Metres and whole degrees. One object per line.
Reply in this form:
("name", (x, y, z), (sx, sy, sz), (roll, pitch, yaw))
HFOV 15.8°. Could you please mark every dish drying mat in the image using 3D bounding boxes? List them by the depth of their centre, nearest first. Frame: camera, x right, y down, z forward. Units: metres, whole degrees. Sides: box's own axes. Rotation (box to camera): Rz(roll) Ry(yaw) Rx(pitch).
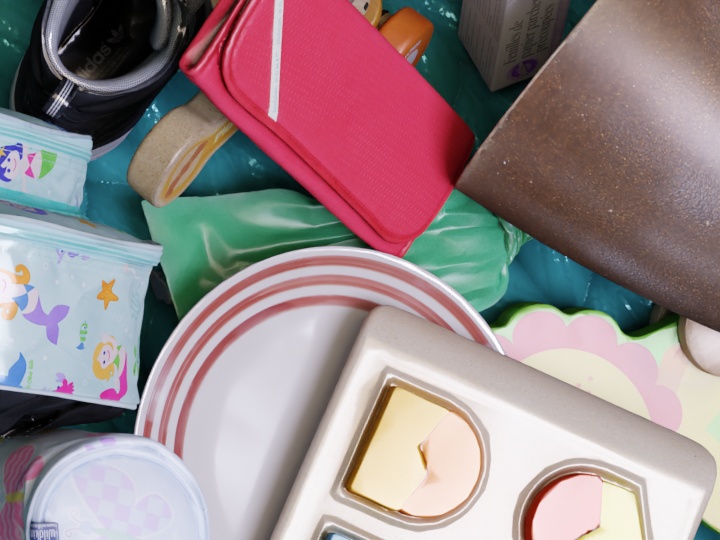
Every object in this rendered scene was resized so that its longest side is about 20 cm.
("dish drying mat", (-0.008, -0.073, 1.176), (0.077, 0.018, 0.200), (-58, 143, -7))

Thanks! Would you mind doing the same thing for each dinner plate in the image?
("dinner plate", (-0.014, 0.089, 1.229), (0.200, 0.024, 0.201), (1, 87, -22))

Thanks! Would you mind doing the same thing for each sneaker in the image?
("sneaker", (-0.091, -0.140, 1.218), (0.075, 0.114, 0.200), (35, 81, -5))

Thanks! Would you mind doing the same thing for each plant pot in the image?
("plant pot", (0.180, -0.047, 1.235), (0.200, 0.187, 0.187), (41, 78, 3))

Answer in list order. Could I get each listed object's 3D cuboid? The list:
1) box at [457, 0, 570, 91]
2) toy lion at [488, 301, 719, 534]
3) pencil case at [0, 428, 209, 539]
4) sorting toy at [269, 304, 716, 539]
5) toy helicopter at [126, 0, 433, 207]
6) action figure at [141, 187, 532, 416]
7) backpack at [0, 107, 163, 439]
("box", (0.078, -0.155, 1.229), (0.039, 0.200, 0.041), (-22, 66, -13))
("toy lion", (0.131, 0.104, 1.313), (0.191, 0.069, 0.200), (-25, 96, -8))
("pencil case", (-0.139, 0.115, 1.158), (0.083, 0.200, 0.091), (-8, 93, -27))
("sorting toy", (0.053, 0.138, 1.204), (0.185, 0.036, 0.200), (24, 78, -6))
("toy helicopter", (-0.037, -0.103, 1.197), (0.079, 0.132, 0.200), (37, 58, 9))
("action figure", (0.000, 0.000, 1.276), (0.200, 0.055, 0.118), (-15, 91, -17))
("backpack", (-0.187, -0.001, 1.129), (0.177, 0.200, 0.151), (15, 88, -58))
